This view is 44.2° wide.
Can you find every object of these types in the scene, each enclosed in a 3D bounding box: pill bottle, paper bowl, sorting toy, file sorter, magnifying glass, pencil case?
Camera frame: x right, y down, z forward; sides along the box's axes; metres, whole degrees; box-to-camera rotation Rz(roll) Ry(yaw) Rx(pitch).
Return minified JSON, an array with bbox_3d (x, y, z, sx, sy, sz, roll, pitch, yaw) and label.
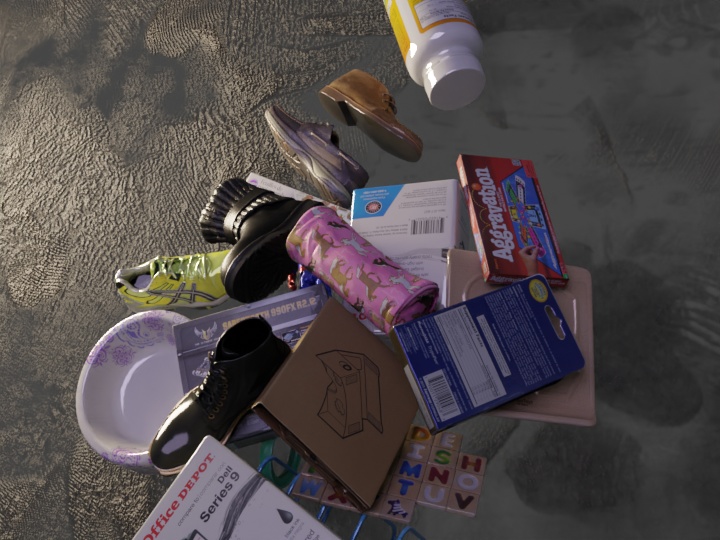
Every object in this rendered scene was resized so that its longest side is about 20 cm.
[{"bbox_3d":[0.107,-0.328,1.240,0.109,0.111,0.203,-21,61,10],"label":"pill bottle"},{"bbox_3d":[-0.260,0.164,1.159,0.197,0.105,0.204,-7,64,15],"label":"paper bowl"},{"bbox_3d":[0.184,0.078,1.035,0.181,0.037,0.204,8,65,-10],"label":"sorting toy"},{"bbox_3d":[-0.037,0.312,0.992,0.197,0.139,0.124,20,70,27],"label":"file sorter"},{"bbox_3d":[-0.080,0.174,1.113,0.022,0.080,0.203,2,57,24],"label":"magnifying glass"},{"bbox_3d":[0.000,0.000,1.048,0.199,0.087,0.083,36,81,30],"label":"pencil case"}]

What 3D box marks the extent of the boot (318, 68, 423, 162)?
[{"bbox_3d":[0.028,-0.225,1.252,0.075,0.074,0.199,-41,57,-13],"label":"boot"}]

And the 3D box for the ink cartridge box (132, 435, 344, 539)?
[{"bbox_3d":[-0.118,0.288,0.900,0.198,0.084,0.147,29,75,30],"label":"ink cartridge box"}]

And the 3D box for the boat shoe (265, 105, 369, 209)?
[{"bbox_3d":[-0.060,-0.169,1.263,0.073,0.075,0.200,-37,68,-11],"label":"boat shoe"}]

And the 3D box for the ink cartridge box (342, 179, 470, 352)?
[{"bbox_3d":[0.060,-0.002,1.125,0.143,0.084,0.204,-3,67,20],"label":"ink cartridge box"}]

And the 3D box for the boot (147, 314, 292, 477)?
[{"bbox_3d":[-0.164,0.130,0.961,0.200,0.139,0.077,-44,70,-12],"label":"boot"}]

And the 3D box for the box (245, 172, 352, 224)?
[{"bbox_3d":[-0.081,-0.084,1.242,0.198,0.042,0.039,23,76,27],"label":"box"}]

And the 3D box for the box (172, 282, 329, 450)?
[{"bbox_3d":[-0.116,0.119,1.064,0.196,0.049,0.161,-16,65,-2],"label":"box"}]

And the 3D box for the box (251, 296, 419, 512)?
[{"bbox_3d":[-0.016,0.141,0.986,0.021,0.163,0.201,-41,8,39],"label":"box"}]

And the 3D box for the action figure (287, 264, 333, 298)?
[{"bbox_3d":[-0.062,0.015,1.175,0.064,0.052,0.202,-24,48,7],"label":"action figure"}]

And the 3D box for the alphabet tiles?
[{"bbox_3d":[0.040,0.221,0.997,0.196,0.008,0.168,10,27,11],"label":"alphabet tiles"}]

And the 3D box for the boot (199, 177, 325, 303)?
[{"bbox_3d":[-0.156,-0.042,1.153,0.155,0.081,0.211,17,35,24],"label":"boot"}]

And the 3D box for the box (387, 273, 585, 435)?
[{"bbox_3d":[0.142,0.089,0.981,0.197,0.032,0.123,-18,73,-19],"label":"box"}]

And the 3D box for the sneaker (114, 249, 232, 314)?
[{"bbox_3d":[-0.252,0.013,1.242,0.196,0.077,0.077,-17,60,11],"label":"sneaker"}]

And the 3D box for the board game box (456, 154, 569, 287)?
[{"bbox_3d":[0.184,-0.065,1.091,0.101,0.020,0.203,3,49,-12],"label":"board game box"}]
